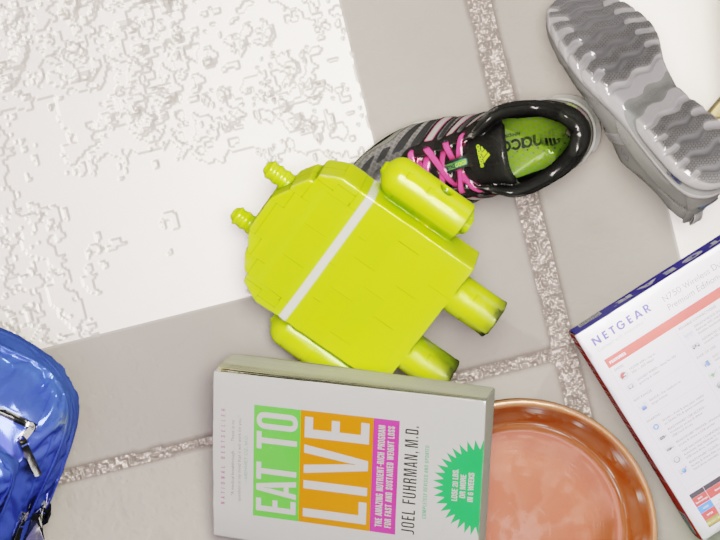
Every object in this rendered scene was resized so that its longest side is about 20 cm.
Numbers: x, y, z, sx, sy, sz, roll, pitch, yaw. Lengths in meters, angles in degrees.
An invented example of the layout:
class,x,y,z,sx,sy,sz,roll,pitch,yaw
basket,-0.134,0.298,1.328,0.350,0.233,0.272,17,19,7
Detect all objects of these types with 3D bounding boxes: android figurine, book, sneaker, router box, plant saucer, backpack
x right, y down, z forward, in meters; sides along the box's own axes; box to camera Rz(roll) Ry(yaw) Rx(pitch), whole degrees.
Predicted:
class,x,y,z,sx,sy,sz,roll,pitch,yaw
android figurine,0.000,0.000,1.540,0.200,0.041,0.182,34,117,-3
book,-0.006,0.140,1.548,0.199,0.048,0.134,6,105,14
sneaker,0.080,-0.081,1.544,0.199,0.087,0.074,-16,92,1
router box,0.284,0.068,1.570,0.200,0.049,0.180,-32,92,1
plant saucer,0.118,0.194,1.583,0.200,0.032,0.201,0,93,0
backpack,-0.286,0.138,1.516,0.162,0.168,0.200,26,88,-8
sneaker,0.189,-0.115,1.536,0.075,0.082,0.200,-19,60,-20

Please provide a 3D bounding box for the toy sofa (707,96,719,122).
class,x,y,z,sx,sy,sz,roll,pitch,yaw
toy sofa,0.288,-0.198,1.542,0.097,0.083,0.201,-3,92,1
